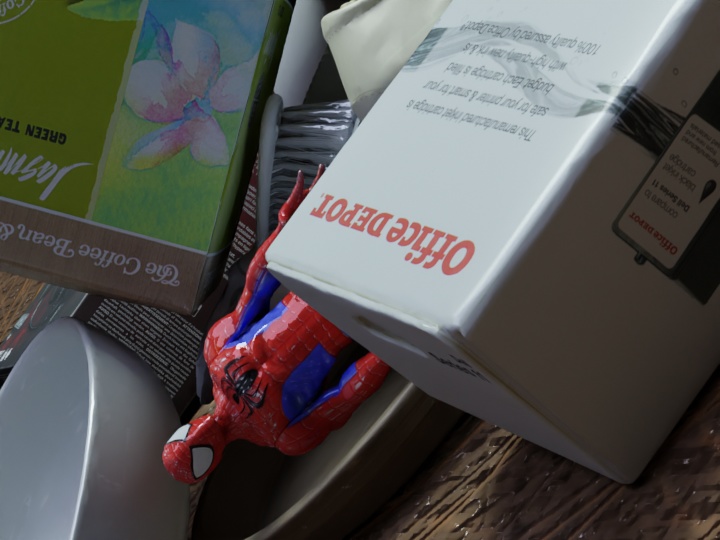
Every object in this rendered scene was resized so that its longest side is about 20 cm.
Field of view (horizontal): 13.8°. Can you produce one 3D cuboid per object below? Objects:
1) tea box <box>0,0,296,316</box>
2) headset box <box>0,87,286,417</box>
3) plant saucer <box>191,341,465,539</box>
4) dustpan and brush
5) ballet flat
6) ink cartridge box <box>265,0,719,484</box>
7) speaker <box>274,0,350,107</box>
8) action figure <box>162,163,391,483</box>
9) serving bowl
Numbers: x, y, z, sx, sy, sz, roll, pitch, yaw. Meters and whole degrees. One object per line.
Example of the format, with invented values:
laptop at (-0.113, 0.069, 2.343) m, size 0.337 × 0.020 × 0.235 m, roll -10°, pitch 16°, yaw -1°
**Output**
tea box at (-0.099, -0.095, 1.197) m, size 0.200 × 0.133 × 0.198 m, roll -96°, pitch 20°, yaw -88°
headset box at (-0.089, -0.010, 1.471) m, size 0.200 × 0.075 × 0.149 m, roll -55°, pitch 12°, yaw -13°
plant saucer at (0.009, 0.034, 1.109) m, size 0.200 × 0.029 × 0.200 m, roll -48°, pitch 13°, yaw 14°
dustpan and brush at (-0.032, -0.012, 1.166) m, size 0.140 × 0.057 × 0.201 m, roll -75°, pitch -5°, yaw -45°
ballet flat at (0.069, -0.126, 1.047) m, size 0.200 × 0.070 × 0.070 m, roll -38°, pitch 15°, yaw 10°
ink cartridge box at (0.080, -0.048, 0.908) m, size 0.200 × 0.083 × 0.146 m, roll -53°, pitch 25°, yaw -7°
speaker at (0.011, -0.127, 1.330) m, size 0.081 × 0.081 × 0.200 m, roll -56°, pitch -1°, yaw -21°
action figure at (0.000, 0.000, 1.026) m, size 0.200 × 0.065 × 0.052 m, roll -48°, pitch -15°, yaw 14°
serving bowl at (-0.113, 0.122, 1.149) m, size 0.200 × 0.065 × 0.201 m, roll -52°, pitch 28°, yaw 43°
